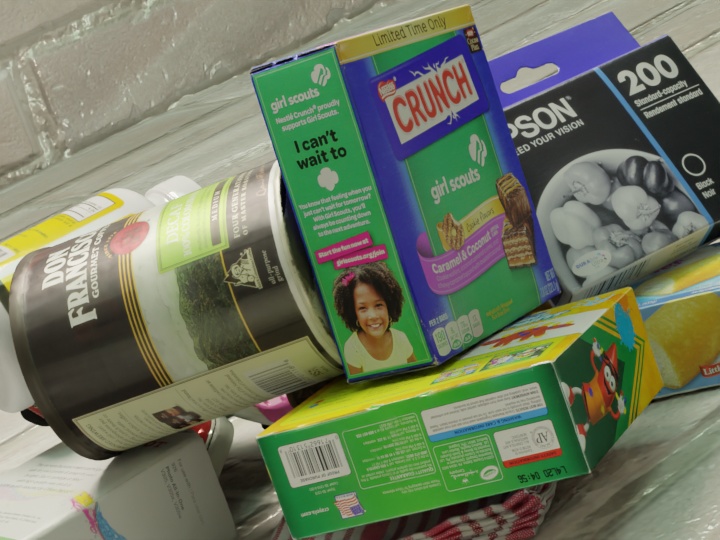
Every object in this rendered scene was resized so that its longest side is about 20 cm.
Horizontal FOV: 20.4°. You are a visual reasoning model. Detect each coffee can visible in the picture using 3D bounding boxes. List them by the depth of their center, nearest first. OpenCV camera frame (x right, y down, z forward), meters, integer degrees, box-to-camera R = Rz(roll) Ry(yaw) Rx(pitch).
[{"bbox_3d":[-0.104,0.024,1.295,0.199,0.147,0.146,-20,12,18],"label":"coffee can"}]

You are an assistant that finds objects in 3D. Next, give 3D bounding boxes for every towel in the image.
[{"bbox_3d":[0.028,0.148,1.257,0.199,0.030,0.146,-17,12,15],"label":"towel"}]

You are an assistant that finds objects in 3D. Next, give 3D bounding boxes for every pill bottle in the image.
[{"bbox_3d":[-0.195,0.011,1.446,0.200,0.113,0.112,-29,15,-26],"label":"pill bottle"}]

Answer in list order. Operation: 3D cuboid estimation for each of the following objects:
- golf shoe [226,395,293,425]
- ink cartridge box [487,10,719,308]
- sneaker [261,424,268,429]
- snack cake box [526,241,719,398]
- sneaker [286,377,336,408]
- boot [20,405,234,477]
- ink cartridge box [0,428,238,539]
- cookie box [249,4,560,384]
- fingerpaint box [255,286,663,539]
[{"bbox_3d":[-0.100,0.079,1.495,0.075,0.092,0.200,-35,39,-24],"label":"golf shoe"},{"bbox_3d":[0.162,-0.088,1.388,0.198,0.200,0.043,-25,-22,-26],"label":"ink cartridge box"},{"bbox_3d":[-0.009,0.068,1.499,0.200,0.078,0.086,-7,28,51],"label":"sneaker"},{"bbox_3d":[0.185,0.042,1.373,0.199,0.067,0.115,-15,15,22],"label":"snack cake box"},{"bbox_3d":[0.000,0.000,1.390,0.067,0.201,0.090,16,19,3],"label":"sneaker"},{"bbox_3d":[-0.181,0.110,1.461,0.073,0.144,0.200,-65,21,-11],"label":"boot"},{"bbox_3d":[-0.205,0.184,1.334,0.200,0.088,0.145,-32,18,-38],"label":"ink cartridge box"},{"bbox_3d":[0.031,-0.052,1.248,0.075,0.201,0.171,-15,6,35],"label":"cookie box"},{"bbox_3d":[0.065,0.087,1.217,0.199,0.074,0.167,-16,7,26],"label":"fingerpaint box"}]
